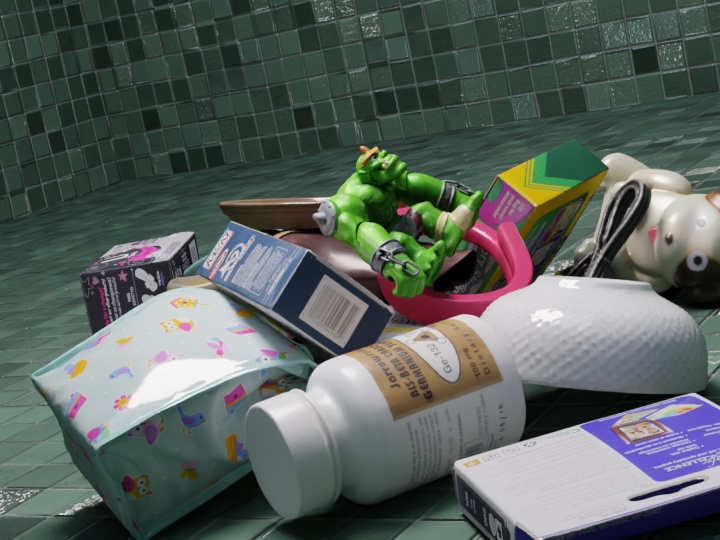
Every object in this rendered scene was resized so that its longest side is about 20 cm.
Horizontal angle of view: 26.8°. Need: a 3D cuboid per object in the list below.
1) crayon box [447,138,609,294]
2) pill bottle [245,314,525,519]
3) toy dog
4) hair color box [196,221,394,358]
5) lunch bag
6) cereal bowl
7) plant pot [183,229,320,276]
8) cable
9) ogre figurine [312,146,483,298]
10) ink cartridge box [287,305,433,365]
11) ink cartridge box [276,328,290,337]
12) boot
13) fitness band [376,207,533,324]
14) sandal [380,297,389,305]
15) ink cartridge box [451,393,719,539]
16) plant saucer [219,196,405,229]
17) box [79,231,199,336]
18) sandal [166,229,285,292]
[{"bbox_3d":[0.156,-0.028,1.575,0.058,0.201,0.172,41,34,18],"label":"crayon box"},{"bbox_3d":[0.018,0.114,1.158,0.198,0.116,0.114,-18,12,-26],"label":"pill bottle"},{"bbox_3d":[0.331,-0.027,1.572,0.192,0.141,0.200,24,2,-12],"label":"toy dog"},{"bbox_3d":[-0.060,0.018,1.300,0.061,0.100,0.200,-57,25,-6],"label":"hair color box"},{"bbox_3d":[-0.146,0.104,1.248,0.199,0.123,0.170,-30,32,-20],"label":"lunch bag"},{"bbox_3d":[0.190,0.049,1.248,0.197,0.085,0.200,4,1,0],"label":"cereal bowl"},{"bbox_3d":[-0.101,0.023,1.742,0.198,0.143,0.141,-9,9,41],"label":"plant pot"},{"bbox_3d":[0.220,-0.004,1.485,0.050,0.201,0.097,30,9,-19],"label":"cable"},{"bbox_3d":[0.031,-0.046,1.347,0.119,0.099,0.201,28,49,8],"label":"ogre figurine"},{"bbox_3d":[-0.008,0.097,1.365,0.145,0.084,0.199,-2,15,45],"label":"ink cartridge box"},{"bbox_3d":[-0.128,0.072,1.585,0.197,0.105,0.059,-8,10,19],"label":"ink cartridge box"},{"bbox_3d":[0.000,0.000,1.456,0.165,0.073,0.199,8,20,34],"label":"boot"},{"bbox_3d":[0.085,-0.006,1.407,0.141,0.038,0.201,0,28,-7],"label":"fitness band"},{"bbox_3d":[0.023,0.055,1.641,0.074,0.046,0.201,10,25,-4],"label":"sandal"},{"bbox_3d":[0.179,0.143,1.010,0.195,0.044,0.200,-14,8,-9],"label":"ink cartridge box"},{"bbox_3d":[-0.048,-0.061,1.567,0.197,0.030,0.200,-2,3,0],"label":"plant saucer"},{"bbox_3d":[-0.259,0.037,1.841,0.113,0.134,0.200,-10,10,4],"label":"box"},{"bbox_3d":[-0.110,-0.013,1.568,0.197,0.055,0.080,-15,10,-16],"label":"sandal"}]
